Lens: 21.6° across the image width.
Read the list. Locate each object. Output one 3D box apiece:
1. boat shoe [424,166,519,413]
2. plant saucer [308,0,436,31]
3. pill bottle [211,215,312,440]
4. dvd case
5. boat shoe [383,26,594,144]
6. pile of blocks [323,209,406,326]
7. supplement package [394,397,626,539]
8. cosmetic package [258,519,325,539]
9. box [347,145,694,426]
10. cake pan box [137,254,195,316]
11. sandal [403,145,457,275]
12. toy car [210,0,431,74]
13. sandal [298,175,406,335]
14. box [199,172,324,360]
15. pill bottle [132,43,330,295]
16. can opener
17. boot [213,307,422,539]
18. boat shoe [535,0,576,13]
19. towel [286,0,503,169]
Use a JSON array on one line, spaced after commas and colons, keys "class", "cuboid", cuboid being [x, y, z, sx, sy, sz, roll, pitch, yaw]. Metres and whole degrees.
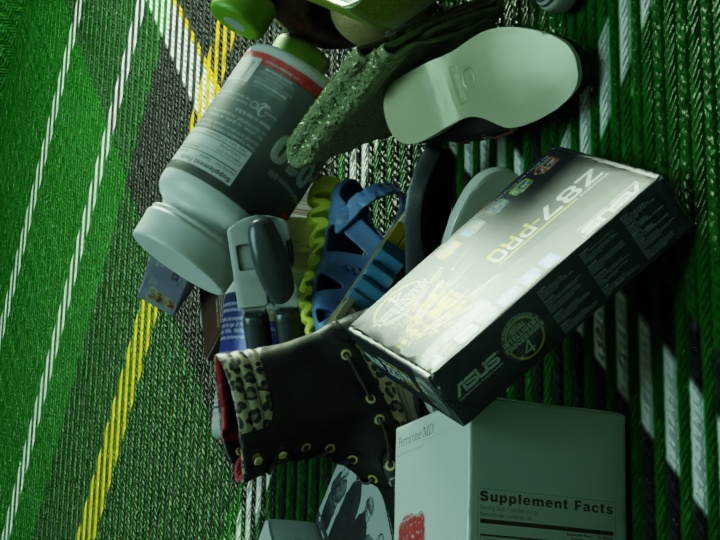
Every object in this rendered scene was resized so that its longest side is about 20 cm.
[{"class": "boat shoe", "cuboid": [0.081, 0.014, 1.426, 0.069, 0.071, 0.202, -137, 48, -61]}, {"class": "plant saucer", "cuboid": [0.041, -0.258, 1.506, 0.048, 0.199, 0.200, 61, 168, -26]}, {"class": "pill bottle", "cuboid": [-0.067, 0.057, 1.702, 0.120, 0.119, 0.202, 165, 112, -67]}, {"class": "dvd case", "cuboid": [0.017, 0.182, 1.574, 0.151, 0.025, 0.201, -114, 39, -54]}, {"class": "boat shoe", "cuboid": [0.103, -0.138, 1.410, 0.201, 0.063, 0.074, -13, 87, 51]}, {"class": "pile of blocks", "cuboid": [0.012, 0.040, 1.512, 0.201, 0.062, 0.082, -56, 3, -14]}, {"class": "supplement package", "cuboid": [0.096, 0.196, 1.237, 0.121, 0.119, 0.202, 146, 129, -62]}, {"class": "cosmetic package", "cuboid": [-0.071, 0.330, 1.682, 0.102, 0.074, 0.201, -114, 39, -55]}, {"class": "box", "cuboid": [0.100, 0.006, 1.238, 0.200, 0.049, 0.161, -40, 22, -8]}, {"class": "cake pan box", "cuboid": [-0.147, -0.068, 1.899, 0.185, 0.052, 0.200, -60, 1, -28]}, {"class": "sandal", "cuboid": [0.064, 0.001, 1.488, 0.076, 0.043, 0.202, -26, -60, -67]}, {"class": "toy car", "cuboid": [0.001, -0.248, 1.629, 0.199, 0.158, 0.165, 17, 71, 47]}, {"class": "sandal", "cuboid": [0.000, 0.000, 1.596, 0.087, 0.079, 0.201, -16, 61, 29]}, {"class": "box", "cuboid": [-0.096, -0.003, 1.866, 0.200, 0.074, 0.101, 124, 147, -46]}, {"class": "pill bottle", "cuboid": [-0.103, -0.086, 1.641, 0.201, 0.114, 0.114, -57, 18, -12]}, {"class": "can opener", "cuboid": [-0.076, 0.052, 1.579, 0.067, 0.053, 0.202, -70, -27, -78]}, {"class": "boot", "cuboid": [-0.024, 0.136, 1.429, 0.073, 0.150, 0.202, 178, 82, -71]}, {"class": "boat shoe", "cuboid": [0.123, -0.293, 1.383, 0.075, 0.092, 0.202, 166, 111, -67]}, {"class": "towel", "cuboid": [0.025, -0.149, 1.532, 0.037, 0.148, 0.200, 60, 148, 9]}]
